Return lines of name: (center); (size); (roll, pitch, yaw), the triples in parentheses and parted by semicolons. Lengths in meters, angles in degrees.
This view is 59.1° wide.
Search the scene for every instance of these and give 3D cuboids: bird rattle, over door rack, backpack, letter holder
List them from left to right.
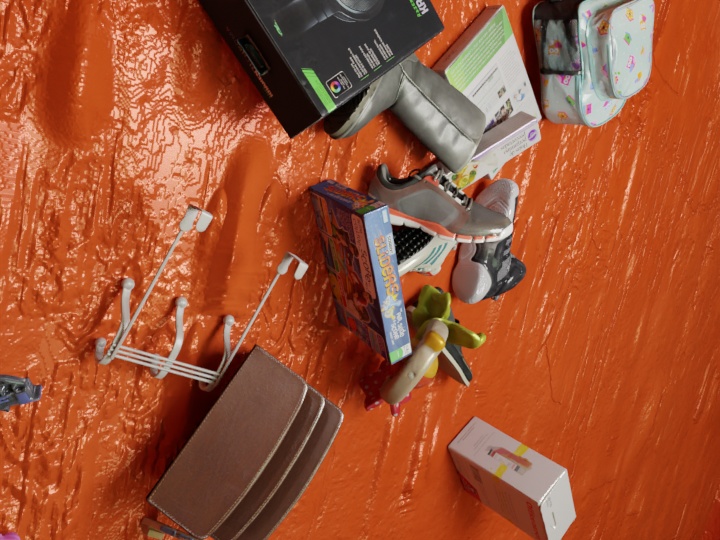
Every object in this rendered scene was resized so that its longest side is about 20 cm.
over door rack: (-0.172, 0.031, 0.683); (0.147, 0.067, 0.201); (26, 108, -43)
letter holder: (-0.120, 0.213, 0.735); (0.201, 0.141, 0.101); (-55, 175, -12)
bird rattle: (0.066, 0.120, 0.864); (0.200, 0.113, 0.163); (-44, 176, 11)
backpack: (0.361, -0.326, 0.985); (0.175, 0.152, 0.203); (-33, 132, -34)

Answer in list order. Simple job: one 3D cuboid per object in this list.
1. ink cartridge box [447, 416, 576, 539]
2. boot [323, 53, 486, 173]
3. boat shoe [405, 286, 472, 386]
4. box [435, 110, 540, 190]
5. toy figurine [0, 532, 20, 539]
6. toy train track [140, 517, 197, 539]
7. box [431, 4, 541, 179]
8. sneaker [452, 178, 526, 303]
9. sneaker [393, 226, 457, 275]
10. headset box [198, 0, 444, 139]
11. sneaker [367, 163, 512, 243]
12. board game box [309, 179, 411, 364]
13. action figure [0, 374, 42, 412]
ink cartridge box: (0.266, 0.370, 1.113); (0.083, 0.199, 0.147); (-39, 128, -23)
boot: (0.064, -0.190, 0.813); (0.200, 0.072, 0.183); (41, 78, -39)
boat shoe: (0.139, 0.110, 0.995); (0.068, 0.071, 0.201); (-43, 127, -16)
box: (0.166, -0.159, 0.907); (0.198, 0.041, 0.039); (-33, 129, -9)
toy figurine: (-0.384, 0.309, 0.593); (0.183, 0.148, 0.204); (13, 72, -56)
toy train track: (-0.181, 0.312, 0.697); (0.115, 0.198, 0.033); (42, 59, -42)
box: (0.190, -0.257, 0.934); (0.145, 0.036, 0.201); (-49, 132, -17)
sneaker: (0.220, -0.043, 1.014); (0.113, 0.075, 0.203); (5, 107, -43)
sneaker: (0.082, -0.019, 0.889); (0.199, 0.070, 0.095); (-41, 133, -38)
headset box: (-0.044, -0.261, 0.648); (0.199, 0.092, 0.175); (-40, 105, -23)
sneaker: (0.102, -0.091, 0.813); (0.077, 0.197, 0.083); (-58, 160, -71)
board game box: (0.000, 0.000, 0.788); (0.034, 0.135, 0.203); (-24, 121, -23)
action figure: (-0.365, 0.074, 0.519); (0.196, 0.105, 0.197); (-7, 117, -13)
